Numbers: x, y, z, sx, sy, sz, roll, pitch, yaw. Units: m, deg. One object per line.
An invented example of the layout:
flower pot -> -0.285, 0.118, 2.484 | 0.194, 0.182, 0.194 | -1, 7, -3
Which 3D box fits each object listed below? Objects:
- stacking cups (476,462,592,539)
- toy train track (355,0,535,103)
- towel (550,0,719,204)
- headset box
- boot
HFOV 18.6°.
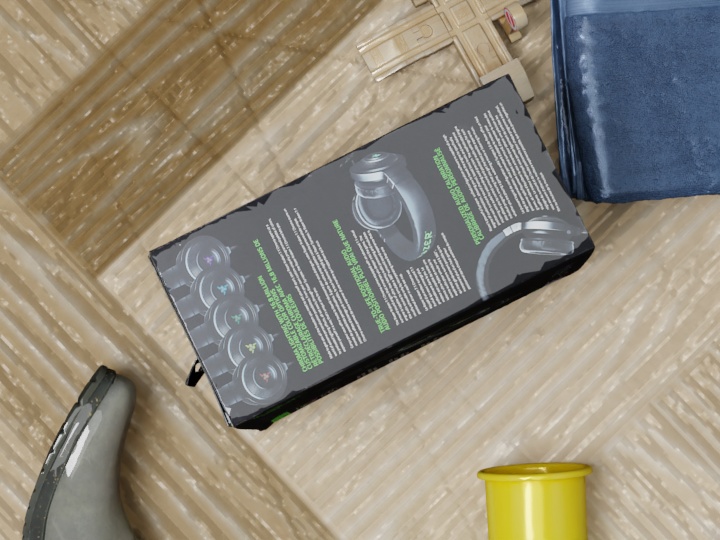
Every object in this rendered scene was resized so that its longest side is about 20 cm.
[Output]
stacking cups -> 0.094, 0.200, 1.121 | 0.060, 0.061, 0.201 | -3, 92, 1
toy train track -> 0.033, -0.173, 1.140 | 0.114, 0.033, 0.200 | -28, 83, -8
towel -> 0.152, -0.134, 1.132 | 0.111, 0.049, 0.201 | -3, 86, -9
headset box -> 0.000, 0.000, 1.067 | 0.199, 0.174, 0.093 | -26, 86, -1
boot -> -0.112, 0.158, 1.124 | 0.130, 0.068, 0.201 | 18, 95, -3
